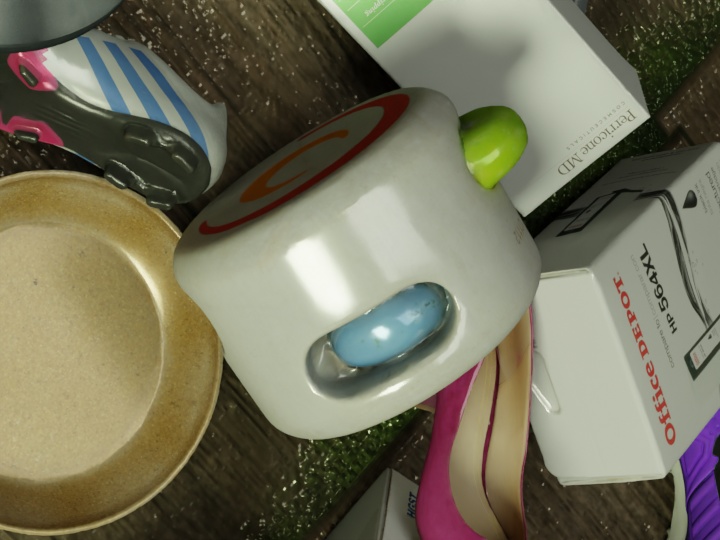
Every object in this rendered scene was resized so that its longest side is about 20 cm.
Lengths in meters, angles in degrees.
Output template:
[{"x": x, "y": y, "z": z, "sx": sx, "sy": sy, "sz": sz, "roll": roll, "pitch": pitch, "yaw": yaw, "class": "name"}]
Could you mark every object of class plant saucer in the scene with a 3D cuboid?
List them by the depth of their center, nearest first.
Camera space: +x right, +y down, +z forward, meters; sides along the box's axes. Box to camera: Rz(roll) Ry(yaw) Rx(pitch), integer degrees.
[{"x": -0.174, "y": 0.045, "z": 0.892, "sx": 0.199, "sy": 0.035, "sz": 0.201, "roll": 1, "pitch": 88, "yaw": -30, "class": "plant saucer"}]

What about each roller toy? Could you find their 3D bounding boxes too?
[{"x": 0.000, "y": 0.000, "z": 0.885, "sx": 0.182, "sy": 0.200, "sz": 0.140, "roll": -43, "pitch": 108, "yaw": -35, "class": "roller toy"}]

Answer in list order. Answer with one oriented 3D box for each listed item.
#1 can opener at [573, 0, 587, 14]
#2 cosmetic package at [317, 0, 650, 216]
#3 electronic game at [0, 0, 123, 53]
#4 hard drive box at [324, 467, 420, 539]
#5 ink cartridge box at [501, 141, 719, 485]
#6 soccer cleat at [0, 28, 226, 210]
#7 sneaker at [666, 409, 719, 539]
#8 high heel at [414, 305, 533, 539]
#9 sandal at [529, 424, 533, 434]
[{"x": 0.156, "y": -0.218, "z": 1.065, "sx": 0.066, "sy": 0.053, "sz": 0.201, "roll": 16, "pitch": 82, "yaw": 8, "class": "can opener"}, {"x": 0.074, "y": -0.146, "z": 0.980, "sx": 0.108, "sy": 0.085, "sz": 0.200, "roll": -40, "pitch": 108, "yaw": 19, "class": "cosmetic package"}, {"x": -0.207, "y": -0.204, "z": 0.848, "sx": 0.199, "sy": 0.042, "sz": 0.201, "roll": 11, "pitch": 62, "yaw": -22, "class": "electronic game"}, {"x": 0.069, "y": 0.229, "z": 0.924, "sx": 0.200, "sy": 0.156, "sz": 0.077, "roll": 36, "pitch": 111, "yaw": -8, "class": "hard drive box"}, {"x": 0.181, "y": 0.025, "z": 1.026, "sx": 0.200, "sy": 0.084, "sz": 0.147, "roll": -40, "pitch": 113, "yaw": -46, "class": "ink cartridge box"}, {"x": -0.164, "y": -0.108, "z": 0.893, "sx": 0.200, "sy": 0.070, "sz": 0.087, "roll": 32, "pitch": 36, "yaw": -13, "class": "soccer cleat"}, {"x": 0.262, "y": 0.158, "z": 1.095, "sx": 0.069, "sy": 0.099, "sz": 0.201, "roll": 6, "pitch": 87, "yaw": -31, "class": "sneaker"}, {"x": 0.077, "y": 0.105, "z": 0.905, "sx": 0.067, "sy": 0.096, "sz": 0.201, "roll": 12, "pitch": 49, "yaw": -37, "class": "high heel"}, {"x": 0.077, "y": 0.013, "z": 1.021, "sx": 0.080, "sy": 0.057, "sz": 0.202, "roll": -20, "pitch": 99, "yaw": -28, "class": "sandal"}]
